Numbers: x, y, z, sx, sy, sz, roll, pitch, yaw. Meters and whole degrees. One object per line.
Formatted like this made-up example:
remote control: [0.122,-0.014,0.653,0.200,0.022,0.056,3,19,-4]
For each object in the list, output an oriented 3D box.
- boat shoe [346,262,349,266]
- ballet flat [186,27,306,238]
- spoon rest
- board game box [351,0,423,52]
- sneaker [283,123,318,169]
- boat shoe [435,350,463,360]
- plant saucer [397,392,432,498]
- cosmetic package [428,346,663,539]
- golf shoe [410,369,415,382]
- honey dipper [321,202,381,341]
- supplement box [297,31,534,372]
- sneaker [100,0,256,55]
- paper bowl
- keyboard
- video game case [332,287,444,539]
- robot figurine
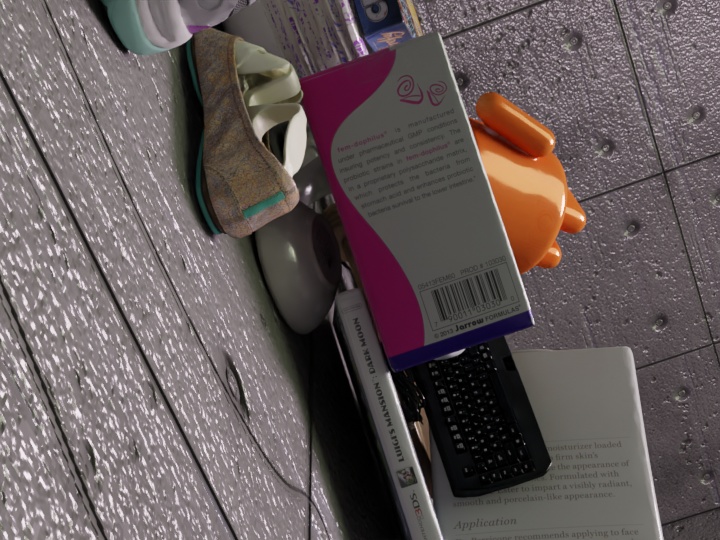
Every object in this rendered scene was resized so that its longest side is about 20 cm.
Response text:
boat shoe: [0.019,-0.028,1.337,0.200,0.057,0.067,13,59,-81]
ballet flat: [-0.067,-0.096,0.858,0.201,0.067,0.068,-102,167,-45]
spoon rest: [-0.040,-0.029,0.985,0.200,0.060,0.100,-67,139,-58]
board game box: [0.016,-0.232,1.119,0.200,0.034,0.136,30,43,-78]
sneaker: [-0.005,-0.115,1.214,0.200,0.099,0.078,-83,153,-73]
boat shoe: [0.043,-0.032,1.009,0.072,0.062,0.201,-27,98,-48]
plant saucer: [0.045,0.123,1.268,0.200,0.029,0.201,-19,90,-83]
cosmetic package: [0.139,0.188,1.071,0.165,0.164,0.201,82,6,-50]
golf shoe: [0.071,0.030,1.209,0.078,0.094,0.201,-90,165,-74]
honey dipper: [0.000,0.000,1.106,0.200,0.038,0.038,-113,180,-62]
supplement box: [0.036,-0.047,0.930,0.103,0.101,0.201,-72,144,-86]
sneaker: [-0.089,-0.206,0.686,0.200,0.139,0.078,61,13,-55]
paper bowl: [-0.053,-0.214,1.099,0.201,0.104,0.202,-19,90,-83]
keyboard: [0.066,0.079,1.036,0.040,0.104,0.201,69,2,-49]
video game case: [0.016,0.111,0.986,0.200,0.023,0.183,105,-33,-83]
robot figurine: [0.087,-0.065,1.118,0.199,0.144,0.117,16,68,-28]
